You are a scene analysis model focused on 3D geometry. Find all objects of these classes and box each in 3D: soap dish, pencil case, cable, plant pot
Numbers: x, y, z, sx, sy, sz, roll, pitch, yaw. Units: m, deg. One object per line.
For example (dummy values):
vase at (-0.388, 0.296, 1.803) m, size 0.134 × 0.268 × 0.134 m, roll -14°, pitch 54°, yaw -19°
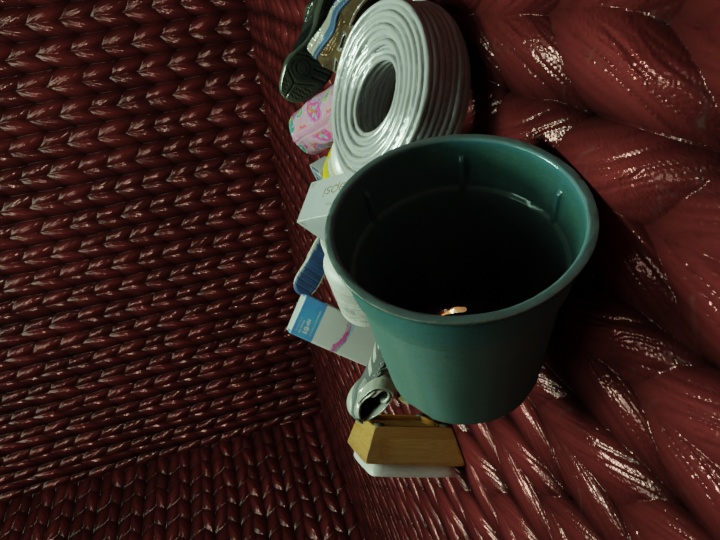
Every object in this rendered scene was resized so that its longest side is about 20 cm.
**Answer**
soap dish at (0.069, 0.290, 0.999) m, size 0.200 × 0.157 × 0.081 m, roll 145°, pitch 129°, yaw -79°
pencil case at (-0.044, -0.247, 0.946) m, size 0.200 × 0.087 × 0.088 m, roll -4°, pitch 99°, yaw 61°
cable at (0.037, -0.184, 0.633) m, size 0.200 × 0.069 × 0.200 m, roll 57°, pitch 133°, yaw 46°
plant pot at (0.085, 0.022, 0.512) m, size 0.196 × 0.200 × 0.200 m, roll 78°, pitch 172°, yaw -48°

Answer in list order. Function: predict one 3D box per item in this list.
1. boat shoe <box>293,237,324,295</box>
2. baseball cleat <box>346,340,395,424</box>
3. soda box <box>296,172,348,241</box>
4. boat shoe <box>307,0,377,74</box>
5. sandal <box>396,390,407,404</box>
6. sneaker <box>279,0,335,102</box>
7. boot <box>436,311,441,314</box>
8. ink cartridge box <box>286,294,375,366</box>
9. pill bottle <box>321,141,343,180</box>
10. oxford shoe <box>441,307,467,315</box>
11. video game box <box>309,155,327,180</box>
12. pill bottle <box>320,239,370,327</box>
boat shoe at (-0.084, -0.038, 1.321) m, size 0.072 × 0.200 × 0.072 m, roll 37°, pitch -169°, yaw -13°
baseball cleat at (0.048, 0.155, 0.954) m, size 0.200 × 0.070 × 0.106 m, roll -64°, pitch 14°, yaw -3°
soda box at (0.010, -0.087, 0.758) m, size 0.200 × 0.064 × 0.068 m, roll -7°, pitch 57°, yaw 47°
boat shoe at (-0.005, -0.343, 0.828) m, size 0.072 × 0.072 × 0.200 m, roll 47°, pitch 157°, yaw -9°
sandal at (0.103, 0.189, 0.969) m, size 0.070 × 0.078 × 0.212 m, roll 46°, pitch 180°, yaw -7°
sneaker at (-0.070, -0.370, 0.964) m, size 0.200 × 0.076 × 0.114 m, roll -63°, pitch 16°, yaw 17°
boot at (0.073, 0.049, 0.874) m, size 0.200 × 0.073 × 0.151 m, roll -110°, pitch 13°, yaw -51°
ink cartridge box at (-0.040, 0.124, 1.194) m, size 0.145 × 0.200 × 0.085 m, roll 164°, pitch 129°, yaw -81°
pill bottle at (0.007, -0.154, 0.870) m, size 0.200 × 0.112 × 0.113 m, roll 154°, pitch 102°, yaw -78°
oxford shoe at (0.116, 0.100, 0.733) m, size 0.200 × 0.071 × 0.073 m, roll 107°, pitch 144°, yaw -69°
video game box at (-0.025, -0.120, 1.136) m, size 0.182 × 0.047 × 0.200 m, roll 61°, pitch 176°, yaw -21°
pill bottle at (0.000, 0.000, 0.990) m, size 0.200 × 0.114 × 0.114 m, roll 71°, pitch 178°, yaw -53°
